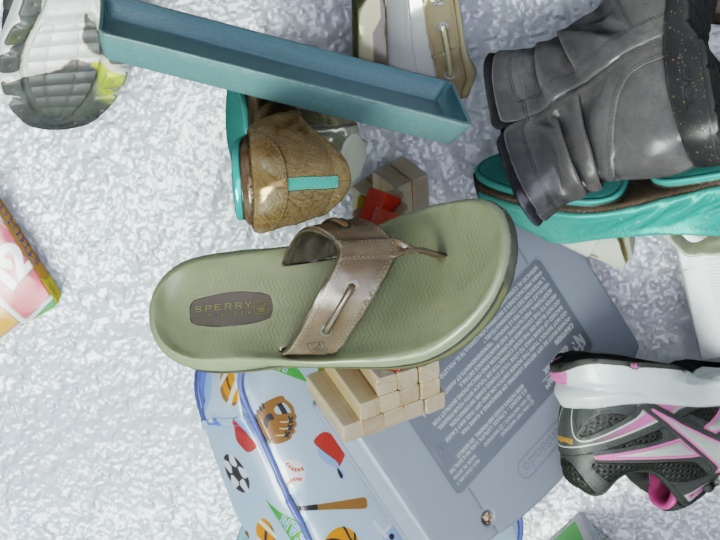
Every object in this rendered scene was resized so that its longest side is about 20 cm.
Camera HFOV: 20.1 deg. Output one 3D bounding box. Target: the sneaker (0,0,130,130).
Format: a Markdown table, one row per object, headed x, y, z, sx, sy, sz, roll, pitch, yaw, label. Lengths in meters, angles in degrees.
| x | y | z | sx | sy | sz | roll | pitch | yaw | label |
| --- | --- | --- | --- | --- | --- | --- | --- | --- | --- |
| -0.161 | -0.170 | 1.104 | 0.074 | 0.085 | 0.201 | 1 | 128 | -11 | sneaker |

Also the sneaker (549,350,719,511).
| x | y | z | sx | sy | sz | roll | pitch | yaw | label |
| --- | --- | --- | --- | --- | --- | --- | --- | --- | --- |
| 0.192 | 0.096 | 1.172 | 0.199 | 0.080 | 0.087 | 5 | 92 | -22 | sneaker |

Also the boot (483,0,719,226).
| x | y | z | sx | sy | sz | roll | pitch | yaw | label |
| --- | --- | --- | --- | --- | --- | --- | --- | --- | --- |
| 0.126 | -0.131 | 1.100 | 0.131 | 0.201 | 0.070 | -14 | 148 | 23 | boot |

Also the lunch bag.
| x | y | z | sx | sy | sz | roll | pitch | yaw | label |
| --- | --- | --- | --- | --- | --- | --- | --- | --- | --- |
| 0.005 | 0.107 | 1.159 | 0.160 | 0.075 | 0.201 | -29 | 102 | -32 | lunch bag |

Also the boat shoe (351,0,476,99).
| x | y | z | sx | sy | sz | roll | pitch | yaw | label |
| --- | --- | --- | --- | --- | --- | --- | --- | --- | --- |
| 0.031 | -0.185 | 1.111 | 0.068 | 0.075 | 0.201 | -1 | 117 | -4 | boat shoe |

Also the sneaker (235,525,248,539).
| x | y | z | sx | sy | sz | roll | pitch | yaw | label |
| --- | --- | --- | --- | --- | --- | --- | --- | --- | --- |
| -0.042 | 0.170 | 1.200 | 0.074 | 0.082 | 0.201 | 11 | 102 | -8 | sneaker |

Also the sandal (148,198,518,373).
| x | y | z | sx | sy | sz | roll | pitch | yaw | label |
| --- | --- | --- | --- | --- | --- | --- | --- | --- | --- |
| -0.018 | 0.011 | 1.009 | 0.200 | 0.057 | 0.080 | -12 | 67 | 16 | sandal |

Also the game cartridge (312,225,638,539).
| x | y | z | sx | sy | sz | roll | pitch | yaw | label |
| --- | --- | --- | --- | --- | --- | --- | --- | --- | --- |
| 0.072 | 0.066 | 1.148 | 0.200 | 0.040 | 0.134 | -43 | 105 | -32 | game cartridge |

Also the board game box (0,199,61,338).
| x | y | z | sx | sy | sz | roll | pitch | yaw | label |
| --- | --- | --- | --- | --- | --- | --- | --- | --- | --- |
| -0.264 | -0.042 | 1.157 | 0.095 | 0.030 | 0.200 | -29 | 103 | 5 | board game box |

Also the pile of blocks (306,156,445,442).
| x | y | z | sx | sy | sz | roll | pitch | yaw | label |
| --- | --- | --- | --- | --- | --- | --- | --- | --- | --- |
| 0.000 | 0.000 | 1.089 | 0.082 | 0.200 | 0.062 | -3 | 129 | 1 | pile of blocks |

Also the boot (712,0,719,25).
| x | y | z | sx | sy | sz | roll | pitch | yaw | label |
| --- | --- | --- | --- | --- | --- | --- | --- | --- | --- |
| 0.289 | -0.201 | 1.125 | 0.199 | 0.070 | 0.147 | 3 | 101 | -6 | boot |

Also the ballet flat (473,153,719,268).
| x | y | z | sx | sy | sz | roll | pitch | yaw | label |
| --- | --- | --- | --- | --- | --- | --- | --- | --- | --- |
| 0.159 | -0.034 | 1.123 | 0.199 | 0.067 | 0.071 | -4 | 123 | 24 | ballet flat |

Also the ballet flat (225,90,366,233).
| x | y | z | sx | sy | sz | roll | pitch | yaw | label |
| --- | --- | --- | --- | --- | --- | --- | --- | --- | --- |
| -0.034 | -0.065 | 1.072 | 0.072 | 0.200 | 0.068 | -3 | 103 | -4 | ballet flat |

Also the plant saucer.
| x | y | z | sx | sy | sz | roll | pitch | yaw | label |
| --- | --- | --- | --- | --- | --- | --- | --- | --- | --- |
| -0.042 | -0.105 | 1.065 | 0.199 | 0.070 | 0.019 | 14 | 112 | -13 | plant saucer |

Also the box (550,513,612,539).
| x | y | z | sx | sy | sz | roll | pitch | yaw | label |
| --- | --- | --- | --- | --- | --- | --- | --- | --- | --- |
| 0.172 | 0.262 | 1.180 | 0.176 | 0.200 | 0.097 | 41 | 99 | -12 | box |

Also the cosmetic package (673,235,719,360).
| x | y | z | sx | sy | sz | roll | pitch | yaw | label |
| --- | --- | --- | --- | --- | --- | --- | --- | --- | --- |
| 0.275 | -0.039 | 1.142 | 0.199 | 0.052 | 0.151 | -8 | 110 | 21 | cosmetic package |
